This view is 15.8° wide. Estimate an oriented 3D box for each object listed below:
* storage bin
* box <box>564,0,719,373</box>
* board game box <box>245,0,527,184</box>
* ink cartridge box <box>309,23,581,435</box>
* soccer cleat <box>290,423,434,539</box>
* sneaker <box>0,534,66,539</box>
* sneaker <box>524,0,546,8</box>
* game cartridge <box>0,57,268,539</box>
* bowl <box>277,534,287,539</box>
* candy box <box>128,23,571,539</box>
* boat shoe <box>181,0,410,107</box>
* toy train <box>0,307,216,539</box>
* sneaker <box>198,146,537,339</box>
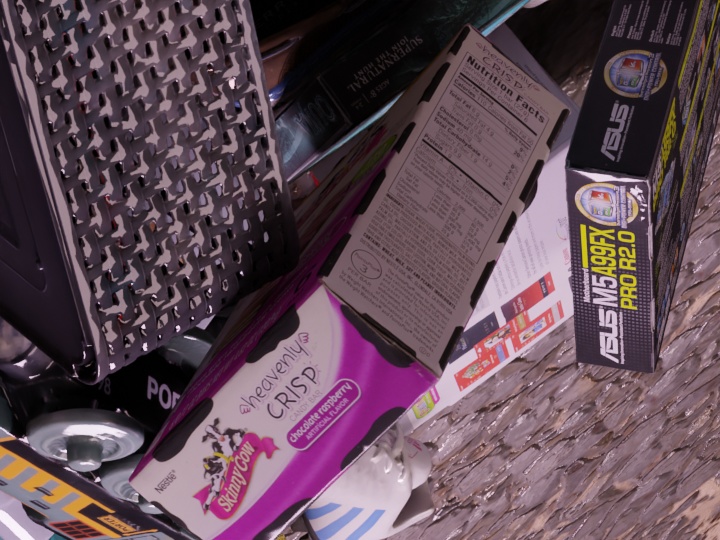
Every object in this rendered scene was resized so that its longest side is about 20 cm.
[{"bbox_3d":[-0.108,-0.079,0.919,0.093,0.135,0.201,-30,129,-24],"label":"storage bin"},{"bbox_3d":[0.151,-0.074,1.340,0.161,0.044,0.201,79,24,-52],"label":"box"},{"bbox_3d":[0.013,-0.091,1.183,0.135,0.028,0.200,-37,-179,-18],"label":"board game box"},{"bbox_3d":[0.045,-0.012,1.402,0.175,0.084,0.200,-37,156,-6],"label":"ink cartridge box"},{"bbox_3d":[-0.011,0.093,1.377,0.086,0.070,0.200,-13,156,7],"label":"soccer cleat"},{"bbox_3d":[-0.136,0.067,1.271,0.084,0.120,0.201,82,19,-44],"label":"sneaker"},{"bbox_3d":[0.087,-0.177,1.203,0.080,0.071,0.200,-37,157,-2],"label":"sneaker"},{"bbox_3d":[-0.127,0.013,1.144,0.201,0.041,0.133,-55,143,-13],"label":"game cartridge"},{"bbox_3d":[-0.111,0.149,1.383,0.200,0.198,0.109,48,51,-66],"label":"bowl"},{"bbox_3d":[-0.001,0.006,1.015,0.136,0.061,0.200,-46,-172,36],"label":"candy box"},{"bbox_3d":[-0.002,-0.144,1.107,0.200,0.072,0.072,-48,163,16],"label":"boat shoe"},{"bbox_3d":[-0.111,0.063,1.064,0.113,0.086,0.200,-12,154,25],"label":"toy train"},{"bbox_3d":[0.000,0.000,1.259,0.199,0.076,0.091,-28,138,-14],"label":"sneaker"}]
